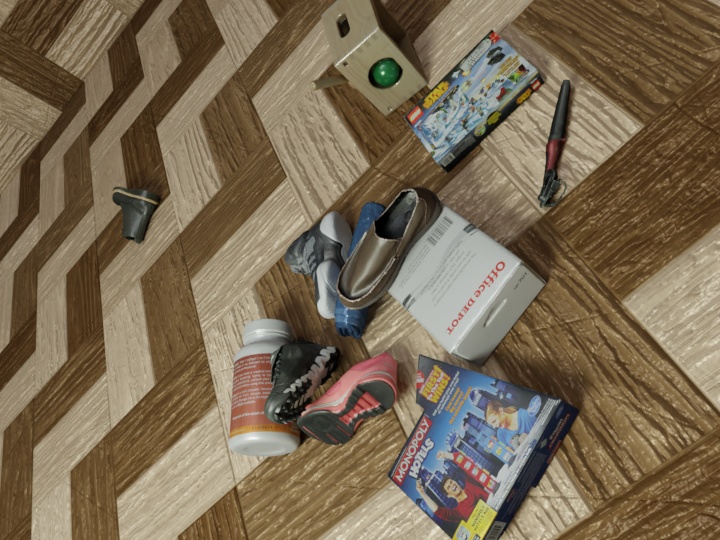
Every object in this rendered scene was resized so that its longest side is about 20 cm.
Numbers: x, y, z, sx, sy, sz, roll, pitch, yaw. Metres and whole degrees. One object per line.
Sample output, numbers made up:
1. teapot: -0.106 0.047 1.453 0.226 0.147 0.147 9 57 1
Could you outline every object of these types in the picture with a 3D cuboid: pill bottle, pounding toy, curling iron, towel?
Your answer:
1. pill bottle: -0.152 0.188 0.935 0.111 0.112 0.203 -22 56 31
2. pounding toy: 0.005 -0.379 1.030 0.141 0.183 0.202 -32 51 25
3. curling iron: 0.276 -0.177 0.797 0.050 0.025 0.203 133 154 -69
4. towel: 0.000 0.000 0.897 0.048 0.112 0.203 13 75 7

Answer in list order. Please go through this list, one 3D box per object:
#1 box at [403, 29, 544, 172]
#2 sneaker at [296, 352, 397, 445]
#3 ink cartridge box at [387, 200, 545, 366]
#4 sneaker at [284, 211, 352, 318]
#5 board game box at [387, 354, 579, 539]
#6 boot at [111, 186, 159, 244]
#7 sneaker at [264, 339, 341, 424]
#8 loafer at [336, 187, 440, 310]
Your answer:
1. box: 0.176 -0.273 0.927 0.200 0.040 0.138 -42 49 18
2. sneaker: -0.013 0.190 0.858 0.199 0.074 0.087 -36 18 32
3. ink cartridge box: 0.128 0.009 0.796 0.147 0.086 0.200 -53 46 8
4. sneaker: -0.073 0.001 0.990 0.113 0.075 0.202 -22 50 33
5. board game box: 0.129 0.202 0.716 0.199 0.061 0.202 31 91 47
6. boot: -0.636 -0.149 1.565 0.198 0.077 0.140 7 78 44
7. sneaker: -0.105 0.157 0.851 0.089 0.200 0.067 20 113 14
8. loafer: 0.026 -0.038 0.791 0.073 0.071 0.201 37 96 30
